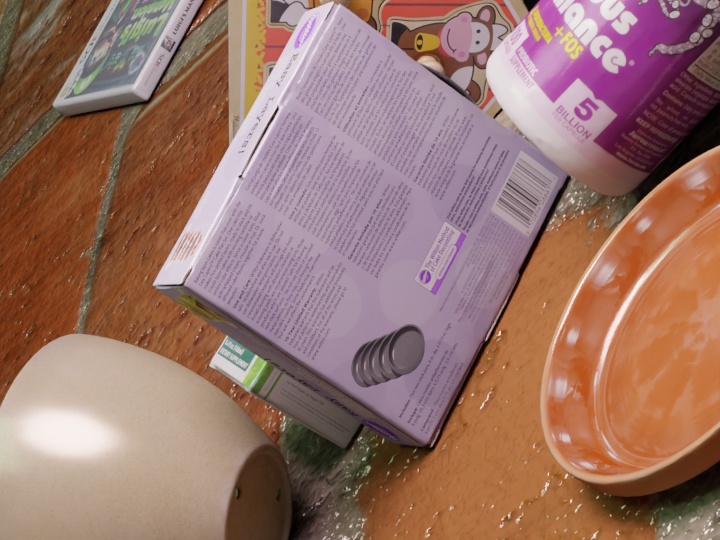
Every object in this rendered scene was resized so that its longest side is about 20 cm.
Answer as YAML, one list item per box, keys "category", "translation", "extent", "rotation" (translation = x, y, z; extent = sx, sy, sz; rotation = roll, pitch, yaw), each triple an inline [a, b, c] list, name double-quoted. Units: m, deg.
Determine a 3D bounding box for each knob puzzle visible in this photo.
- category: "knob puzzle"
  translation: [0.017, -0.138, 1.479]
  extent: [0.220, 0.219, 0.030]
  rotation: [-47, 25, 20]

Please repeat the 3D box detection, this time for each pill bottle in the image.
- category: "pill bottle"
  translation: [0.171, -0.145, 1.280]
  extent: [0.200, 0.112, 0.112]
  rotation: [-47, 25, 19]

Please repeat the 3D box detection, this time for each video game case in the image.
- category: "video game case"
  translation: [-0.203, -0.231, 2.193]
  extent: [0.200, 0.023, 0.182]
  rotation: [-1, 58, 61]

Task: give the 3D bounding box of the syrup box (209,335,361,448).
- category: "syrup box"
  translation: [0.000, 0.000, 1.455]
  extent: [0.200, 0.081, 0.079]
  rotation: [-59, 25, -2]

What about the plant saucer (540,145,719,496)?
- category: "plant saucer"
  translation: [0.169, 0.024, 1.171]
  extent: [0.200, 0.032, 0.201]
  rotation: [-42, 29, 29]

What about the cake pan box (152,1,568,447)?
- category: "cake pan box"
  translation: [0.005, -0.028, 1.355]
  extent: [0.052, 0.184, 0.200]
  rotation: [1, 61, 62]

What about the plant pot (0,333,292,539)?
- category: "plant pot"
  translation: [-0.119, 0.143, 1.409]
  extent: [0.134, 0.200, 0.201]
  rotation: [5, 57, 23]
